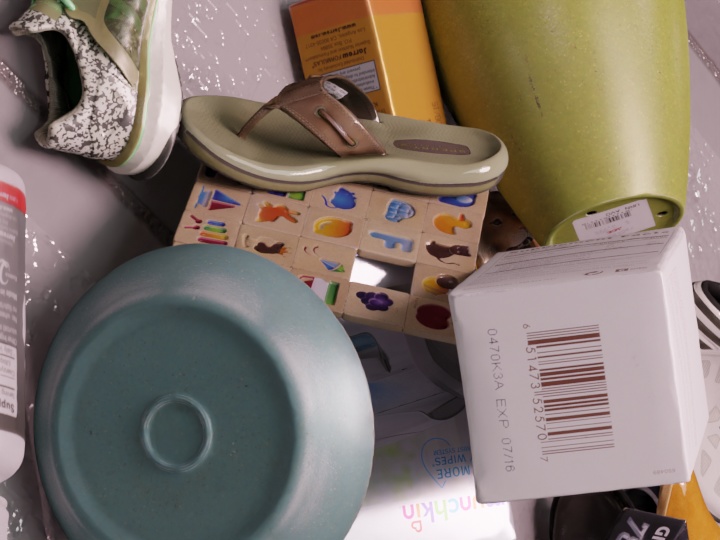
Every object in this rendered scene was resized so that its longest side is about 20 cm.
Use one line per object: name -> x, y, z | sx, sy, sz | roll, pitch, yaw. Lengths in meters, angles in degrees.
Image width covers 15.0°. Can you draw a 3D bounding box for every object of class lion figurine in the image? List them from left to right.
lion figurine -> 0.123, -0.008, 1.850 | 0.123, 0.072, 0.200 | 67, 26, -1

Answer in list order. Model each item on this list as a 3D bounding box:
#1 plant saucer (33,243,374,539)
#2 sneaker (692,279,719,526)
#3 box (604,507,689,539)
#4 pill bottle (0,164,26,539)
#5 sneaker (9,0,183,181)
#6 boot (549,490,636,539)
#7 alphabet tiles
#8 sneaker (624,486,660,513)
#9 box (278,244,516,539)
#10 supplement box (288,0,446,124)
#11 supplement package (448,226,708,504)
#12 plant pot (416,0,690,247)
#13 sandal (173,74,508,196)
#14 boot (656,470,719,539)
plant saucer -> -0.092, 0.086, 1.453 | 0.036, 0.200, 0.200 | -2, 82, -69
sneaker -> 0.247, 0.090, 1.831 | 0.201, 0.115, 0.076 | 59, 28, -30
box -> 0.154, 0.283, 1.671 | 0.200, 0.050, 0.199 | -53, 141, -40
pill bottle -> -0.225, 0.049, 1.373 | 0.114, 0.114, 0.200 | 13, 71, -48
sneaker -> -0.155, -0.151, 1.548 | 0.089, 0.077, 0.200 | 2, 76, -40
boot -> 0.138, 0.229, 1.751 | 0.174, 0.069, 0.200 | 11, 72, -69
alphabet tiles -> -0.014, -0.031, 1.561 | 0.200, 0.167, 0.008 | -76, 179, -58
sneaker -> 0.216, 0.233, 1.881 | 0.108, 0.070, 0.200 | 12, 64, -53
box -> -0.030, 0.086, 1.561 | 0.200, 0.097, 0.177 | -5, 84, -26
supplement box -> 0.016, -0.079, 1.728 | 0.067, 0.069, 0.200 | -10, 86, -56
supplement package -> 0.124, 0.049, 1.511 | 0.200, 0.117, 0.117 | -31, 113, -78
plant pot -> 0.135, -0.114, 1.750 | 0.187, 0.187, 0.200 | 14, 55, -47
sandal -> -0.010, -0.086, 1.586 | 0.201, 0.057, 0.080 | 2, 34, -15
boot -> 0.264, 0.205, 1.792 | 0.071, 0.144, 0.201 | -65, 155, -58
